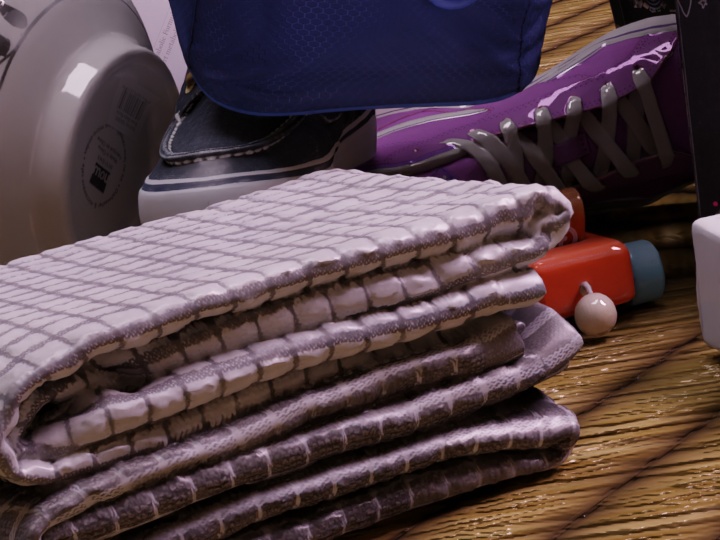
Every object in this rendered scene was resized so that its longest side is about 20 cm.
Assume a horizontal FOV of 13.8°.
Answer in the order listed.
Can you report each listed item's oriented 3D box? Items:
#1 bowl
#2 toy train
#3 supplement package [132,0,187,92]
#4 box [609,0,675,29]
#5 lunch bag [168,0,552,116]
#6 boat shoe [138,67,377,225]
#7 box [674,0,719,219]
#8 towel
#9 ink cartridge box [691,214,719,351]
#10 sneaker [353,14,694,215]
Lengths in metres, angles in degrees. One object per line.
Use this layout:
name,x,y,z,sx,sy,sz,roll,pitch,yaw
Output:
bowl,-0.126,-0.045,1.103,0.094,0.202,0.201,11,20,24
toy train,0.000,0.000,1.076,0.199,0.056,0.150,-12,11,-12
supplement package,-0.151,-0.131,1.313,0.199,0.110,0.114,25,-13,-19
box,0.194,-0.134,1.286,0.199,0.161,0.044,0,24,44
lunch bag,-0.003,-0.154,1.044,0.135,0.133,0.200,-5,42,-12
boat shoe,-0.041,-0.071,1.094,0.070,0.091,0.200,-4,12,11
box,0.200,-0.083,1.108,0.114,0.133,0.200,-3,13,24
towel,-0.048,0.034,0.895,0.199,0.086,0.165,-18,12,-26
ink cartridge box,0.212,0.007,0.904,0.159,0.048,0.200,-13,17,-14
sneaker,0.073,-0.041,1.198,0.200,0.073,0.114,-18,12,19
